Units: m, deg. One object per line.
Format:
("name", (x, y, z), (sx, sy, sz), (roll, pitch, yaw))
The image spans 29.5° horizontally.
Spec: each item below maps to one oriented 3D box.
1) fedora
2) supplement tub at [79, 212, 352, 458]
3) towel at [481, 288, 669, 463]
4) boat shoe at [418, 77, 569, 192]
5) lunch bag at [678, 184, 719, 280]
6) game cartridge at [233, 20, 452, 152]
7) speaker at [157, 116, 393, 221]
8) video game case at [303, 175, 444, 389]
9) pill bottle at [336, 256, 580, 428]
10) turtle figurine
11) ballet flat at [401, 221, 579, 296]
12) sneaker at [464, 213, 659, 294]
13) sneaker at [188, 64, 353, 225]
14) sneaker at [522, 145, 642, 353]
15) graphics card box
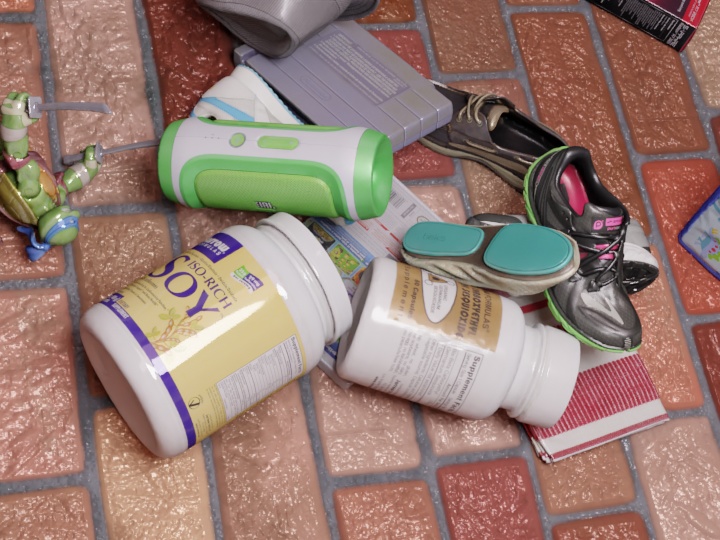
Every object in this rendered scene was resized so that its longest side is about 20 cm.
("fedora", (-0.087, -0.264, 1.310), (0.200, 0.177, 0.091), (20, 76, 43))
("supplement tub", (-0.122, 0.051, 1.171), (0.200, 0.145, 0.146), (-32, 76, -21))
("towel", (0.196, 0.076, 1.319), (0.144, 0.023, 0.201), (-16, 70, -21))
("boat shoe", (0.127, -0.150, 1.381), (0.199, 0.073, 0.075), (25, 61, -1))
("lunch bag", (0.438, -0.042, 1.354), (0.199, 0.170, 0.128), (16, 62, -4))
("game cartridge", (-0.017, -0.183, 1.352), (0.129, 0.038, 0.200), (-27, 54, -28))
("speaker", (-0.076, -0.091, 1.219), (0.199, 0.089, 0.089), (5, 60, 16))
("video game case", (0.000, 0.000, 1.308), (0.143, 0.018, 0.200), (43, 62, 8))
("pill bottle", (0.088, 0.070, 1.222), (0.199, 0.114, 0.115), (18, 61, -7))
("turtle figurine", (-0.288, -0.131, 1.230), (0.194, 0.200, 0.144), (43, 28, 13))
("ballet flat", (0.124, -0.008, 1.240), (0.200, 0.062, 0.068), (12, 57, 44))
("sneaker", (0.190, -0.028, 1.322), (0.199, 0.074, 0.080), (9, 53, -19))
("sneaker", (-0.080, -0.105, 1.307), (0.081, 0.077, 0.200), (-41, 68, -12))
("sneaker", (0.203, -0.020, 1.225), (0.076, 0.084, 0.201), (-13, 75, -26))
("graphics card box", (0.303, -0.346, 1.537), (0.199, 0.051, 0.126), (29, 61, 2))
